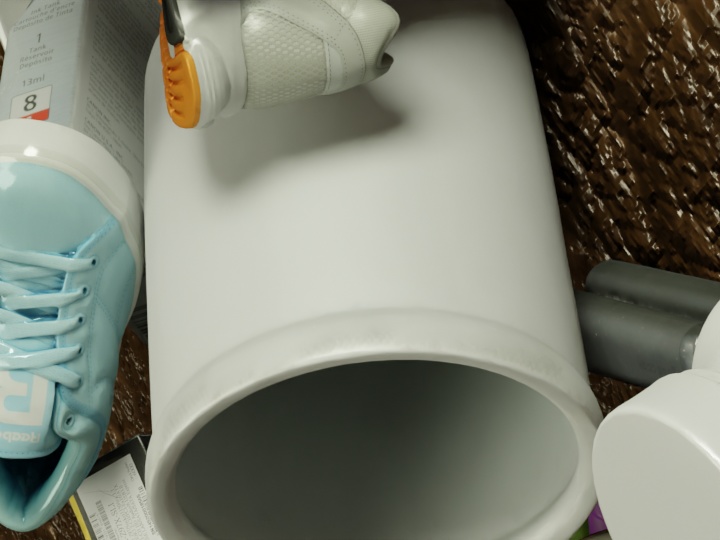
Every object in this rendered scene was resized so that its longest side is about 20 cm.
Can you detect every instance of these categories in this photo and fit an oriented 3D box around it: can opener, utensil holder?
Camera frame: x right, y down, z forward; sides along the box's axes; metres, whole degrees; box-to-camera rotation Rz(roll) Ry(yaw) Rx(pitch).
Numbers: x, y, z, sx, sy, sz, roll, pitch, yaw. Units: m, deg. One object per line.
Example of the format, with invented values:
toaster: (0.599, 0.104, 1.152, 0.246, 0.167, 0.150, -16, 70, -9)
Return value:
can opener: (0.140, 0.044, 1.077, 0.200, 0.053, 0.067, 15, 128, 60)
utensil holder: (0.000, 0.000, 1.088, 0.170, 0.169, 0.201, 97, 171, -52)

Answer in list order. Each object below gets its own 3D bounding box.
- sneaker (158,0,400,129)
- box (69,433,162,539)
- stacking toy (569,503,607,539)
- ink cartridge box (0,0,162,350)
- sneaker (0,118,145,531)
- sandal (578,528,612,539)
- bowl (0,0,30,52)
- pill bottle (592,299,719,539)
sneaker: (-0.032, -0.123, 1.053, 0.201, 0.091, 0.076, -101, 10, -47)
box: (-0.033, 0.150, 1.266, 0.049, 0.200, 0.160, -32, 75, 23)
stacking toy: (0.115, 0.120, 1.174, 0.109, 0.116, 0.200, 21, 134, -10)
ink cartridge box: (-0.090, -0.070, 1.223, 0.162, 0.050, 0.201, 51, -154, -39)
sneaker: (-0.124, 0.029, 1.124, 0.201, 0.073, 0.082, 92, -177, -49)
sandal: (0.155, 0.150, 1.046, 0.199, 0.082, 0.055, 27, 166, 12)
bowl: (-0.113, -0.094, 1.403, 0.200, 0.074, 0.201, 20, 133, 62)
pill bottle: (0.169, 0.032, 0.825, 0.112, 0.199, 0.113, 45, 151, 33)
